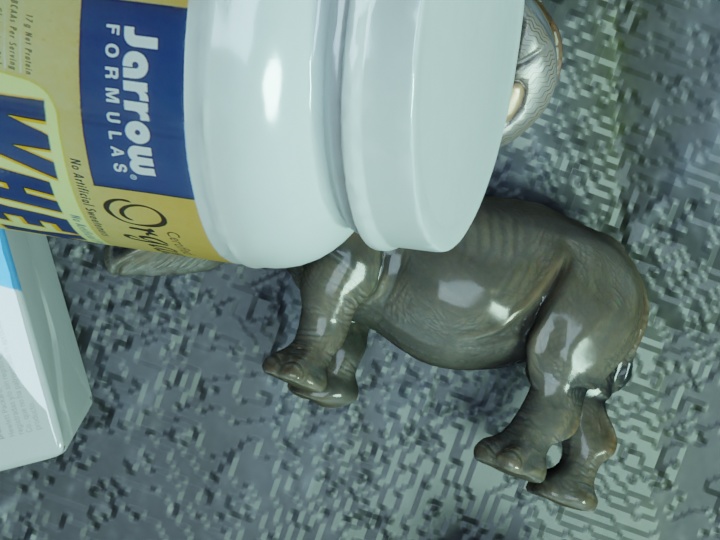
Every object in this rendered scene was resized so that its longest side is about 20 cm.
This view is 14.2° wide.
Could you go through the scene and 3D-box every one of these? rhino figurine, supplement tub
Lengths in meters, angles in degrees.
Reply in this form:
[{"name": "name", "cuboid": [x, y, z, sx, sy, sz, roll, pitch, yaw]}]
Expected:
[{"name": "rhino figurine", "cuboid": [0.000, 0.000, 0.928, 0.199, 0.060, 0.088, 23, 82, -1]}, {"name": "supplement tub", "cuboid": [-0.063, -0.079, 0.808, 0.199, 0.144, 0.145, 8, 102, 15]}]

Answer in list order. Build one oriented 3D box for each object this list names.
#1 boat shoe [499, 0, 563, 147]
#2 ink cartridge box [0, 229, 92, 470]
[{"name": "boat shoe", "cuboid": [-0.023, -0.106, 0.905, 0.200, 0.072, 0.076, 38, 110, 5]}, {"name": "ink cartridge box", "cuboid": [-0.200, 0.021, 0.938, 0.199, 0.068, 0.116, -13, 101, 5]}]
